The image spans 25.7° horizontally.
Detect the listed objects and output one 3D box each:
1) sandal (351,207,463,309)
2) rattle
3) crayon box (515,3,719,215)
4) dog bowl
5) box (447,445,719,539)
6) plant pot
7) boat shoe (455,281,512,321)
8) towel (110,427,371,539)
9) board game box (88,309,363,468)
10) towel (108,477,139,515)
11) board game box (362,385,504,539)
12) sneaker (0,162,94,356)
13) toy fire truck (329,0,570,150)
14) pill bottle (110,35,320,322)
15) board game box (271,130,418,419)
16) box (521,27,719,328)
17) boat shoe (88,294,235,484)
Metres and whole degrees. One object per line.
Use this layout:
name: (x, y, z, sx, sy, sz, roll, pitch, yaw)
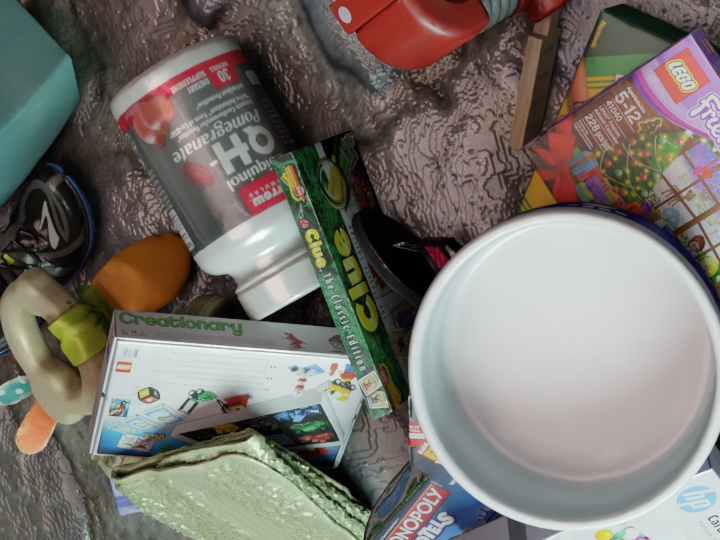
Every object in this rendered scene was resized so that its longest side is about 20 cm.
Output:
sandal: (0.078, 0.017, 1.158, 0.200, 0.075, 0.045, 42, 119, 2)
rattle: (-0.229, 0.058, 1.325, 0.130, 0.143, 0.200, 26, 143, 8)
crayon box: (0.209, -0.055, 1.081, 0.172, 0.058, 0.201, 28, 114, 17)
dog bowl: (0.134, 0.058, 1.005, 0.199, 0.079, 0.201, 2, 98, 14)
box: (0.186, 0.205, 1.110, 0.199, 0.041, 0.156, -28, 128, 19)
plant pot: (-0.327, -0.121, 1.241, 0.200, 0.141, 0.141, -42, 82, -14)
boat shoe: (0.153, 0.063, 1.089, 0.199, 0.063, 0.071, 33, 108, 0)
towel: (-0.085, 0.185, 1.231, 0.148, 0.200, 0.037, -16, 52, 29)
board game box: (-0.098, 0.093, 1.198, 0.199, 0.035, 0.127, 6, 131, -17)
towel: (-0.139, 0.130, 1.317, 0.199, 0.024, 0.148, -9, 99, 27)
board game box: (0.095, 0.147, 1.141, 0.199, 0.062, 0.200, 29, 125, -13)
sneaker: (-0.287, 0.000, 1.319, 0.071, 0.083, 0.200, 41, 116, 15)
toy fire truck: (0.074, -0.175, 1.061, 0.201, 0.176, 0.129, 57, 146, -4)
pill bottle: (-0.096, -0.066, 1.195, 0.110, 0.111, 0.201, -30, 89, 28)
board game box: (0.000, 0.000, 1.170, 0.023, 0.105, 0.201, -19, 96, 29)
box: (0.216, -0.036, 1.028, 0.137, 0.039, 0.201, -34, 90, 26)
boat shoe: (-0.164, 0.094, 1.268, 0.063, 0.073, 0.201, 36, 114, 15)
